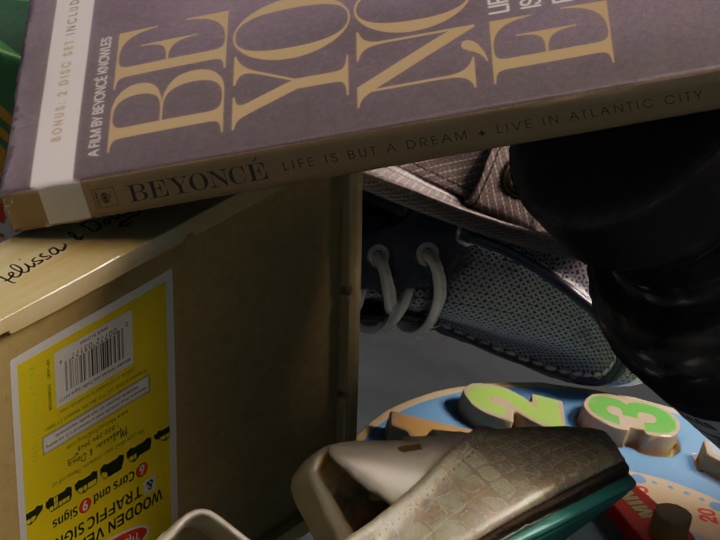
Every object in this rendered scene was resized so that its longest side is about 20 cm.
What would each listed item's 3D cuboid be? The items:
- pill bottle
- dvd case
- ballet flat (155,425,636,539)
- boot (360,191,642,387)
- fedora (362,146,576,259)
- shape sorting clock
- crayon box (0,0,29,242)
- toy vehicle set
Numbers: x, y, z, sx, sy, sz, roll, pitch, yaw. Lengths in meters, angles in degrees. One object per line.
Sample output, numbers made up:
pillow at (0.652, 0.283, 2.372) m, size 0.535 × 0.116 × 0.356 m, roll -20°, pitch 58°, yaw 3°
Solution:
pill bottle at (0.134, 0.007, 0.750) m, size 0.200 × 0.112 × 0.112 m, roll 41°, pitch 10°, yaw -34°
dvd case at (0.010, -0.077, 0.709) m, size 0.200 × 0.016 × 0.149 m, roll -10°, pitch 39°, yaw 8°
ballet flat at (-0.011, 0.077, 0.706) m, size 0.200 × 0.067 × 0.062 m, roll -31°, pitch 81°, yaw -32°
boot at (0.000, 0.000, 0.885) m, size 0.200 × 0.073 × 0.090 m, roll 27°, pitch 46°, yaw 12°
fedora at (0.026, -0.083, 0.825) m, size 0.200 × 0.090 × 0.177 m, roll 21°, pitch 19°, yaw -21°
shape sorting clock at (0.088, 0.088, 0.810) m, size 0.200 × 0.039 × 0.200 m, roll 9°, pitch 28°, yaw -5°
crayon box at (-0.163, -0.037, 0.850) m, size 0.200 × 0.127 × 0.051 m, roll 18°, pitch 28°, yaw 14°
toy vehicle set at (-0.073, 0.047, 0.698) m, size 0.027 × 0.124 × 0.200 m, roll 24°, pitch 37°, yaw 33°
